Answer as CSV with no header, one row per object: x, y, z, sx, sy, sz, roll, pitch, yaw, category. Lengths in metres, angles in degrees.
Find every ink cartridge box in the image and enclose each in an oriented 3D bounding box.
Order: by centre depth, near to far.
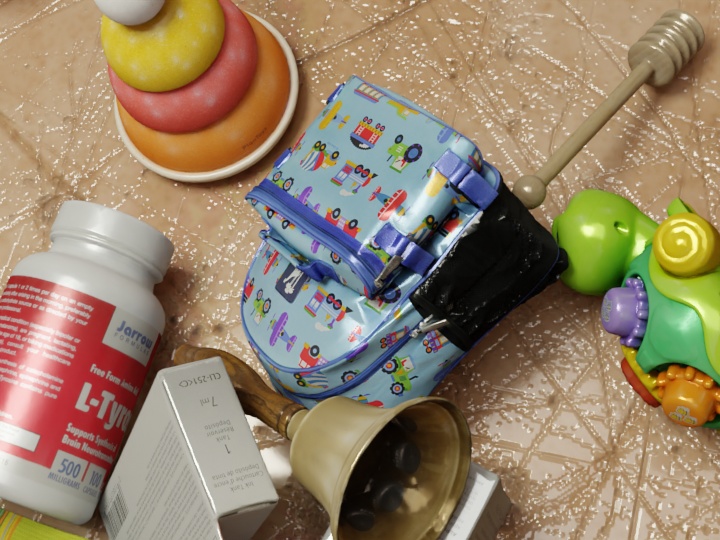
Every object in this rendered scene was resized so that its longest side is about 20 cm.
-0.096,0.176,0.713,0.044,0.200,0.177,-11,63,-29,ink cartridge box

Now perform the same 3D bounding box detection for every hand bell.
-0.044,0.087,0.698,0.199,0.104,0.104,23,75,41,hand bell

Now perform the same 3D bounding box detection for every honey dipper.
0.168,-0.108,0.816,0.038,0.038,0.200,34,62,20,honey dipper

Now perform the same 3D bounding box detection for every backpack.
0.000,0.000,0.774,0.200,0.134,0.183,-48,42,1,backpack

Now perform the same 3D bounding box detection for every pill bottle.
-0.201,0.060,0.816,0.112,0.112,0.201,15,74,16,pill bottle

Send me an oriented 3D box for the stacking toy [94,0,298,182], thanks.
-0.131,-0.163,0.836,0.145,0.200,0.147,-3,70,9,stacking toy

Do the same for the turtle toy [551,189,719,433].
0.199,0.024,0.750,0.101,0.146,0.201,-39,65,18,turtle toy

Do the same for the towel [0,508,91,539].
-0.223,0.202,0.773,0.199,0.018,0.086,5,64,40,towel

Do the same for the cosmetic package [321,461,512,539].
0.010,0.203,0.726,0.081,0.113,0.201,24,78,18,cosmetic package
